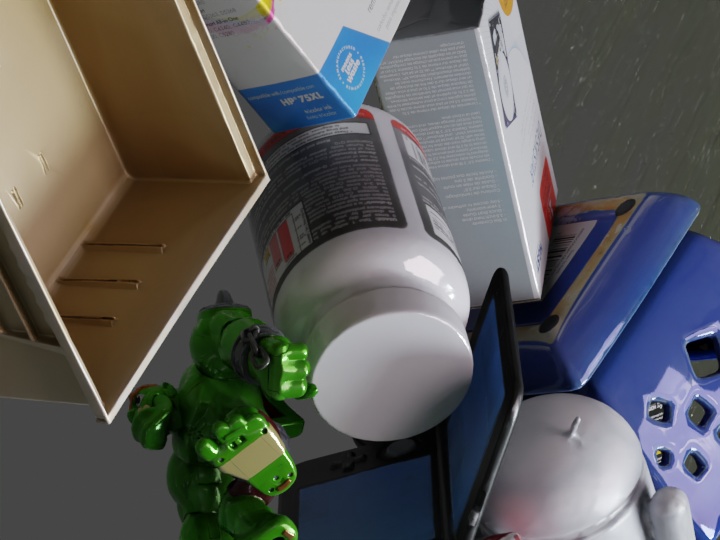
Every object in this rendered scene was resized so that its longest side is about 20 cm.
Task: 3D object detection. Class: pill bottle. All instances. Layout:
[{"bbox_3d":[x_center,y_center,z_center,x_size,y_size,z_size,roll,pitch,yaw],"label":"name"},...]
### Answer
[{"bbox_3d":[0.000,0.000,1.613,0.200,0.116,0.116,-105,173,-52],"label":"pill bottle"}]

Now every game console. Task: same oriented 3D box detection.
[{"bbox_3d":[0.021,0.102,1.627,0.200,0.176,0.116,-89,163,-69],"label":"game console"}]

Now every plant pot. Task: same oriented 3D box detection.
[{"bbox_3d":[0.169,0.061,1.877,0.180,0.200,0.200,49,60,-22],"label":"plant pot"}]

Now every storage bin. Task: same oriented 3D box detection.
[{"bbox_3d":[-0.158,-0.063,1.437,0.200,0.094,0.199,-58,139,-40],"label":"storage bin"}]

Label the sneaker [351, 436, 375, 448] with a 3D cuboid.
[{"bbox_3d":[0.026,0.057,1.787,0.082,0.073,0.200,-60,140,-40],"label":"sneaker"}]

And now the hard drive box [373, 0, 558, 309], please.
[{"bbox_3d":[0.069,-0.098,1.808,0.156,0.077,0.200,-76,155,-58],"label":"hard drive box"}]

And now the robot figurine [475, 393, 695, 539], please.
[{"bbox_3d":[0.135,0.159,1.746,0.113,0.170,0.200,-62,142,-42],"label":"robot figurine"}]

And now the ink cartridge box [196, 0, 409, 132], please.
[{"bbox_3d":[-0.061,-0.190,1.590,0.200,0.067,0.116,49,49,-34],"label":"ink cartridge box"}]

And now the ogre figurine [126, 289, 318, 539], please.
[{"bbox_3d":[-0.074,0.103,1.557,0.120,0.098,0.200,-120,-164,-52],"label":"ogre figurine"}]

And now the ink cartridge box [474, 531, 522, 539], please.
[{"bbox_3d":[0.076,0.247,1.723,0.083,0.200,0.145,-33,90,-15],"label":"ink cartridge box"}]

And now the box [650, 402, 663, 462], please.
[{"bbox_3d":[0.175,0.161,2.081,0.200,0.049,0.160,-12,105,-60],"label":"box"}]
